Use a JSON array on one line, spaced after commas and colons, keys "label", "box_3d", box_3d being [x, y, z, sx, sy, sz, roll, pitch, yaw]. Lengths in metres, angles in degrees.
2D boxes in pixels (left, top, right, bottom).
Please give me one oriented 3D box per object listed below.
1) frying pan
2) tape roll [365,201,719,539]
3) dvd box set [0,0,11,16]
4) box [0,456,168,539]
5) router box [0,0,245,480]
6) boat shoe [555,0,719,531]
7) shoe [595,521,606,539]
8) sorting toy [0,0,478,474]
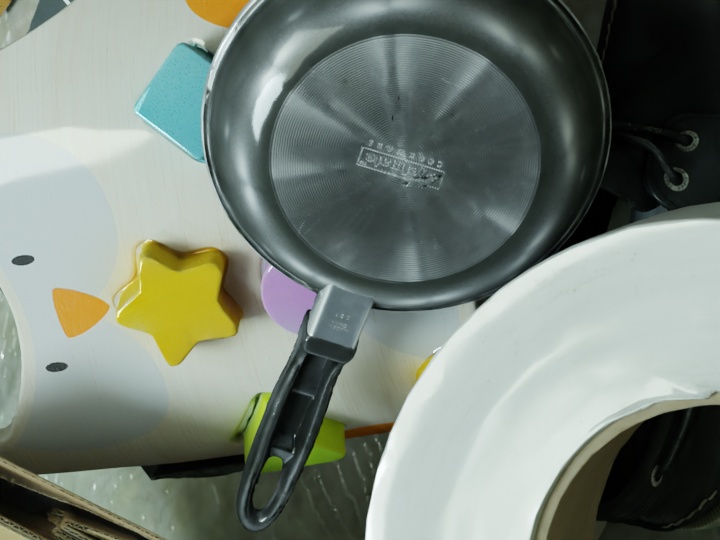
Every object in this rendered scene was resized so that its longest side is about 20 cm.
[{"label": "frying pan", "box_3d": [-0.012, -0.011, 0.770, 0.190, 0.115, 0.031, -46, 18, 20]}, {"label": "tape roll", "box_3d": [0.105, 0.081, 0.752, 0.202, 0.071, 0.203, 2, 95, 18]}, {"label": "dvd box set", "box_3d": [-0.130, -0.214, 1.057, 0.200, 0.029, 0.147, -43, 64, 40]}, {"label": "box", "box_3d": [-0.094, 0.103, 0.900, 0.021, 0.163, 0.200, -66, 15, -16]}, {"label": "router box", "box_3d": [-0.057, -0.049, 0.975, 0.150, 0.062, 0.200, 48, 126, 34]}, {"label": "boat shoe", "box_3d": [0.087, -0.017, 0.824, 0.074, 0.066, 0.200, 17, 106, 44]}, {"label": "shoe", "box_3d": [0.024, 0.124, 0.915, 0.070, 0.053, 0.200, 55, 144, 16]}, {"label": "sorting toy", "box_3d": [-0.059, -0.005, 0.840, 0.107, 0.179, 0.200, -98, -6, -62]}]
